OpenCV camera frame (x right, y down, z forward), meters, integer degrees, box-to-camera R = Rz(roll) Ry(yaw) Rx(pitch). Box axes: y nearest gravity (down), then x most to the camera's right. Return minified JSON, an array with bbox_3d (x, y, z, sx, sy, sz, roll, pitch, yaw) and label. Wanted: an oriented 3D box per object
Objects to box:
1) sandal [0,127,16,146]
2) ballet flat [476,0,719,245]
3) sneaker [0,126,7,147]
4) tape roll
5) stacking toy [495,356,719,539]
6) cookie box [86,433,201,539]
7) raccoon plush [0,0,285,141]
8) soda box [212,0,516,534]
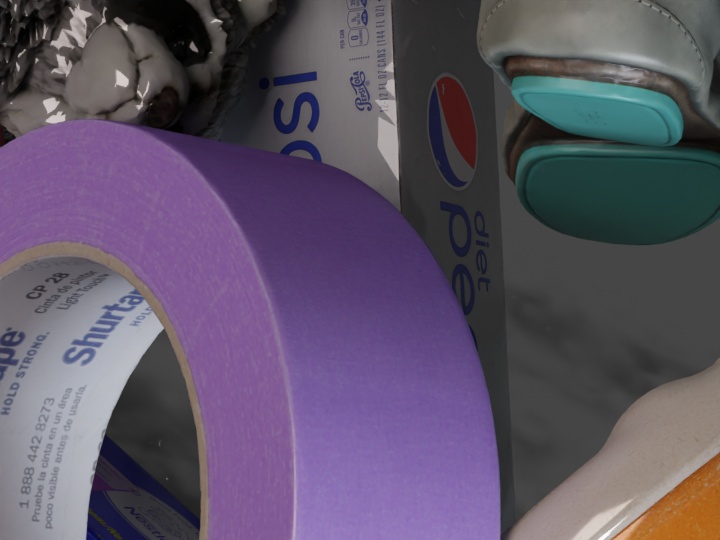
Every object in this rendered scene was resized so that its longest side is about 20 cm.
[{"bbox_3d":[-0.123,-0.011,0.881,0.200,0.075,0.048,-26,99,32],"label":"sandal"},{"bbox_3d":[0.068,-0.053,0.706,0.067,0.200,0.064,6,81,8],"label":"ballet flat"},{"bbox_3d":[-0.160,0.020,0.797,0.074,0.087,0.201,23,95,29],"label":"sneaker"},{"bbox_3d":[-0.055,0.065,0.710,0.200,0.066,0.201,-10,77,48],"label":"tape roll"},{"bbox_3d":[0.119,0.124,0.703,0.146,0.146,0.200,-42,80,20],"label":"stacking toy"},{"bbox_3d":[-0.128,0.145,0.858,0.171,0.075,0.200,39,103,27],"label":"cookie box"},{"bbox_3d":[-0.106,-0.103,0.778,0.097,0.134,0.200,-51,48,32],"label":"raccoon plush"},{"bbox_3d":[0.000,0.000,0.803,0.063,0.068,0.201,-6,83,27],"label":"soda box"}]
